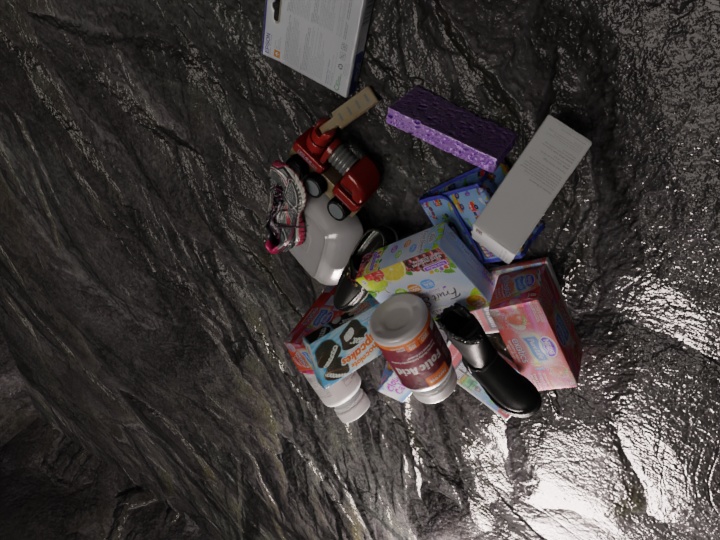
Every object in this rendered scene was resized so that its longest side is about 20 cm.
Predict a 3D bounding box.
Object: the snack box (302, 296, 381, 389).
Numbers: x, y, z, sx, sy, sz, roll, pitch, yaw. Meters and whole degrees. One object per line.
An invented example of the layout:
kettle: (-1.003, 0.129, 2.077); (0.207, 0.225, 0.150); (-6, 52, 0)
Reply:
snack box: (-0.015, 0.145, 1.301); (0.037, 0.198, 0.118); (29, 143, 53)

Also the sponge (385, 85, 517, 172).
sponge: (0.150, -0.233, 1.021); (0.198, 0.112, 0.030); (29, 133, 16)

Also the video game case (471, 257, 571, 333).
video game case: (0.276, 0.052, 1.173); (0.197, 0.018, 0.144); (-11, 120, 34)

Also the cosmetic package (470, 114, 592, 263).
cosmetic package: (0.254, -0.118, 0.951); (0.081, 0.113, 0.202); (34, 92, 11)

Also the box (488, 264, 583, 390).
box: (0.314, 0.106, 1.113); (0.093, 0.103, 0.202); (-14, 118, 35)

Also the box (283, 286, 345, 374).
box: (-0.067, 0.130, 1.393); (0.098, 0.201, 0.096); (2, 130, 36)

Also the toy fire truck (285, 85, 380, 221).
toy fire truck: (-0.025, -0.223, 1.173); (0.176, 0.129, 0.200); (44, 147, 0)

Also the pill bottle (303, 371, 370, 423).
pill bottle: (-0.063, 0.273, 1.565); (0.113, 0.114, 0.202); (-20, 108, 44)

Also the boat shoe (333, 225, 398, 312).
boat shoe: (-0.002, -0.002, 1.248); (0.074, 0.063, 0.203); (43, 112, 22)

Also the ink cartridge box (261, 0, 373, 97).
ink cartridge box: (-0.078, -0.436, 1.093); (0.198, 0.041, 0.202); (31, 135, 15)

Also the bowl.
bowl: (-0.095, -0.079, 1.316); (0.200, 0.074, 0.201); (49, 141, 23)

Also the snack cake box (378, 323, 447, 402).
snack cake box: (0.115, 0.182, 1.350); (0.066, 0.116, 0.201); (24, 136, -6)

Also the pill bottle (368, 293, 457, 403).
pill bottle: (0.103, 0.150, 1.160); (0.113, 0.115, 0.201); (1, 137, 36)

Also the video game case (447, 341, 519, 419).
video game case: (0.264, 0.218, 1.332); (0.199, 0.017, 0.144); (36, 136, 9)

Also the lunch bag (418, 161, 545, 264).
lunch bag: (0.200, -0.093, 1.122); (0.151, 0.094, 0.199); (53, 148, -14)

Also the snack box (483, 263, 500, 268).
snack box: (0.209, 0.012, 1.224); (0.197, 0.024, 0.073); (13, 131, 29)

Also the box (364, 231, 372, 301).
box: (0.039, 0.020, 1.342); (0.081, 0.049, 0.203); (11, 128, 30)

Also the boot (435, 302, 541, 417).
boot: (0.219, 0.152, 1.091); (0.198, 0.073, 0.163); (43, 169, 48)

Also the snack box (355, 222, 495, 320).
snack box: (0.119, 0.017, 1.148); (0.198, 0.068, 0.169); (-19, 129, 40)

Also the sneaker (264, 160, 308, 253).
sneaker: (-0.152, -0.119, 1.227); (0.080, 0.074, 0.203); (32, 138, 36)
